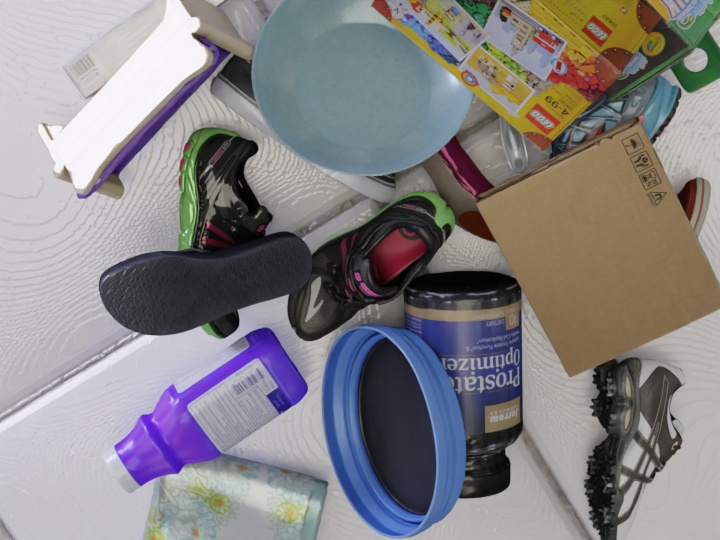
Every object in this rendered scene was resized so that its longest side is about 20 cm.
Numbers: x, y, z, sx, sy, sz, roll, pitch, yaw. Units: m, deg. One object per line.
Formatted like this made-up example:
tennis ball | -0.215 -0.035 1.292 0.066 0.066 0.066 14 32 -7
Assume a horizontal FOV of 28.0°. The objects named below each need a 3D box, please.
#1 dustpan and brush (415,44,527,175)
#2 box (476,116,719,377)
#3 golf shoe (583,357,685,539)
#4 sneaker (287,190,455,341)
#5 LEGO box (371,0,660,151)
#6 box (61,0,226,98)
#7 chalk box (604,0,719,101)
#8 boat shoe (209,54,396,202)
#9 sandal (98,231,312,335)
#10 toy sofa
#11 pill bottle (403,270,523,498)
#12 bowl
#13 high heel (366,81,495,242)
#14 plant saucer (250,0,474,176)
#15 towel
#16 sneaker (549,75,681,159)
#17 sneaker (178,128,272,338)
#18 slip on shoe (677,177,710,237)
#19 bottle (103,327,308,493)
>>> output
dustpan and brush | 0.124 -0.187 1.332 0.139 0.057 0.200 -14 101 4
box | 0.219 -0.017 1.309 0.163 0.021 0.200 -26 111 12
golf shoe | 0.271 0.181 1.401 0.094 0.078 0.201 -2 112 -12
sneaker | 0.000 0.000 1.349 0.077 0.084 0.200 44 116 -9
LEGO box | 0.128 -0.219 1.226 0.200 0.149 0.077 40 61 -1
box | -0.184 -0.231 1.336 0.200 0.039 0.041 -35 101 7
chalk box | 0.246 -0.243 1.267 0.200 0.125 0.124 44 61 -9
boat shoe | -0.042 -0.140 1.344 0.200 0.070 0.066 35 101 1
sandal | -0.141 0.010 1.302 0.200 0.043 0.076 -9 113 -26
toy sofa | -0.188 -0.148 1.297 0.200 0.083 0.098 -44 59 18
pill bottle | 0.098 0.107 1.368 0.112 0.112 0.201 -2 101 1
bowl | 0.030 0.147 1.344 0.039 0.200 0.201 -9 104 -31
high heel | 0.098 -0.105 1.358 0.200 0.067 0.096 37 63 -23
plant saucer | 0.002 -0.172 1.299 0.200 0.039 0.202 1 72 -3
towel | -0.134 0.282 1.438 0.171 0.048 0.200 14 101 -3
sneaker | 0.208 -0.109 1.351 0.095 0.079 0.200 36 92 5
sneaker | -0.125 -0.031 1.351 0.084 0.077 0.201 1 103 3
slip on shoe | 0.262 -0.007 1.367 0.061 0.074 0.200 35 105 -3
bottle | -0.150 0.138 1.381 0.200 0.065 0.084 -34 122 -3
